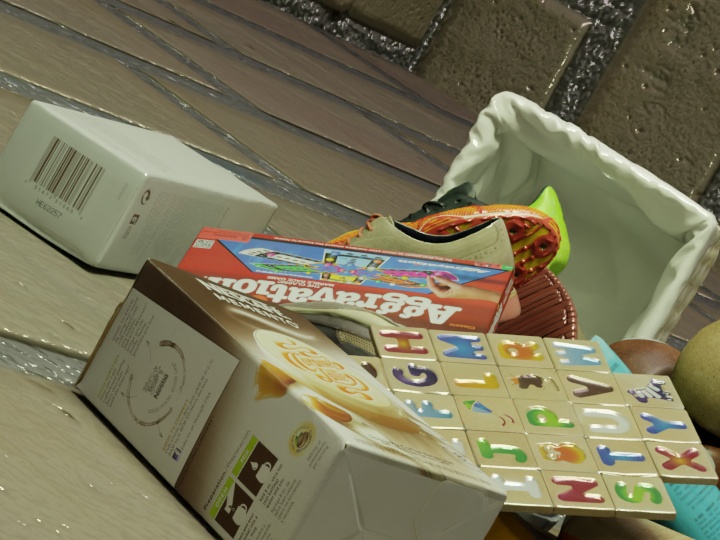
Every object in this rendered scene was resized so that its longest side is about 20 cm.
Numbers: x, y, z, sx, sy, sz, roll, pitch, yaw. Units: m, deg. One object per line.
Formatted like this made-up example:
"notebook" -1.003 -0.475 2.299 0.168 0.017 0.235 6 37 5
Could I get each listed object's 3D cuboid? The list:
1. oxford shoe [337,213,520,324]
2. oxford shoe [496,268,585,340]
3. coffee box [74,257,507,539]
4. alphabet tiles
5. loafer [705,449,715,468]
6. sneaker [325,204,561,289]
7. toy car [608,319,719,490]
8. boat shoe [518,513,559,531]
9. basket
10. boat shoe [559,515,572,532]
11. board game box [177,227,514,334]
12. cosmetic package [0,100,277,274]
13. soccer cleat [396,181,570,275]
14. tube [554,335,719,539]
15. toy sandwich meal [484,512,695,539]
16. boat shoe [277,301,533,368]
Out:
"oxford shoe" 0.000 0.000 1.780 0.200 0.075 0.070 -4 11 0
"oxford shoe" 0.129 0.077 1.892 0.075 0.070 0.200 58 12 -47
"coffee box" -0.038 0.082 1.375 0.114 0.080 0.200 22 12 -41
"alphabet tiles" 0.083 0.078 1.486 0.200 0.006 0.167 4 30 -14
"loafer" 0.186 0.132 1.742 0.070 0.070 0.200 21 -7 7
"sneaker" 0.033 -0.012 1.845 0.077 0.200 0.073 -83 157 -58
"toy car" 0.249 0.069 1.959 0.164 0.200 0.158 21 28 -40
"boat shoe" 0.039 0.082 1.665 0.200 0.071 0.072 28 9 2
"basket" 0.151 -0.004 2.141 0.198 0.200 0.161 32 6 12
"boat shoe" 0.194 0.190 1.649 0.201 0.063 0.073 32 -15 -32
"board game box" -0.014 0.014 1.699 0.200 0.019 0.103 7 28 11
"cosmetic package" -0.146 -0.046 1.813 0.102 0.074 0.200 33 7 23
"soccer cleat" 0.053 -0.019 2.053 0.200 0.081 0.068 -5 -17 5
"tube" 0.178 0.128 1.578 0.200 0.050 0.077 57 21 1
"toy sandwich meal" 0.118 0.154 1.492 0.205 0.070 0.205 28 10 -5
"boat shoe" 0.008 0.072 1.575 0.200 0.073 0.075 10 -42 24
